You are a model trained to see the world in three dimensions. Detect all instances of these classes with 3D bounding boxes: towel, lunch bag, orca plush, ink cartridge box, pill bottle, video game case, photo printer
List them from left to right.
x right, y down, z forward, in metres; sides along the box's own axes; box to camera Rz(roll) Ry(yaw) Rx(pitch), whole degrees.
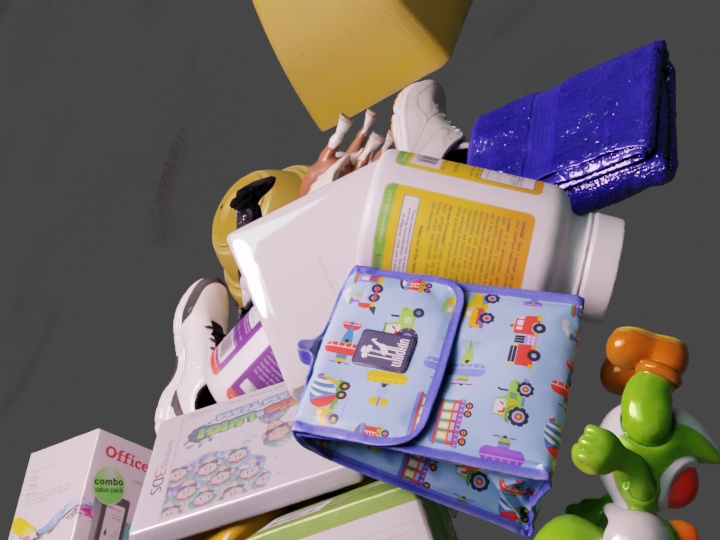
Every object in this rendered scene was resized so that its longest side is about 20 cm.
[{"bbox_3d":[-0.279,0.297,1.129,0.145,0.146,0.203,-23,49,41],"label":"ink cartridge box"},{"bbox_3d":[-0.094,0.155,0.931,0.197,0.024,0.183,-18,21,5],"label":"video game case"},{"bbox_3d":[-0.082,-0.002,1.113,0.070,0.203,0.106,7,29,14],"label":"orca plush"},{"bbox_3d":[-0.054,0.061,1.052,0.200,0.111,0.112,-46,37,18],"label":"pill bottle"},{"bbox_3d":[0.000,0.000,0.947,0.197,0.069,0.169,-25,77,3],"label":"photo printer"},{"bbox_3d":[0.016,0.271,0.804,0.146,0.076,0.203,-21,85,15],"label":"ink cartridge box"},{"bbox_3d":[0.049,0.081,0.777,0.196,0.095,0.152,13,55,8],"label":"lunch bag"},{"bbox_3d":[0.103,-0.021,0.845,0.196,0.111,0.113,13,69,9],"label":"pill bottle"},{"bbox_3d":[0.177,-0.113,0.931,0.198,0.049,0.150,-19,50,37],"label":"towel"}]

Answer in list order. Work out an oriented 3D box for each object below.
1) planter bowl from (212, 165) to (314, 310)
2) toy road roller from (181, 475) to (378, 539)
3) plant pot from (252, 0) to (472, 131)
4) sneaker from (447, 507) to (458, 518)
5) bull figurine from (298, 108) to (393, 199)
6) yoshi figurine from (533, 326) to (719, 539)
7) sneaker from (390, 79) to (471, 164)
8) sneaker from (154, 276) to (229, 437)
[{"bbox_3d":[-0.113,-0.052,1.236,0.199,0.083,0.203,-32,42,34],"label":"planter bowl"},{"bbox_3d":[-0.067,0.212,0.926,0.122,0.145,0.203,11,74,53],"label":"toy road roller"},{"bbox_3d":[-0.004,-0.312,1.172,0.198,0.176,0.202,-21,35,41],"label":"plant pot"},{"bbox_3d":[0.051,0.135,0.865,0.202,0.099,0.070,-54,18,2],"label":"sneaker"},{"bbox_3d":[-0.018,-0.096,1.092,0.123,0.065,0.200,-59,-2,17],"label":"bull figurine"},{"bbox_3d":[0.166,0.147,0.727,0.111,0.111,0.203,-22,50,54],"label":"yoshi figurine"},{"bbox_3d":[0.080,-0.120,1.056,0.091,0.076,0.202,-16,44,27],"label":"sneaker"},{"bbox_3d":[-0.173,0.103,1.216,0.079,0.073,0.204,-11,64,40],"label":"sneaker"}]
